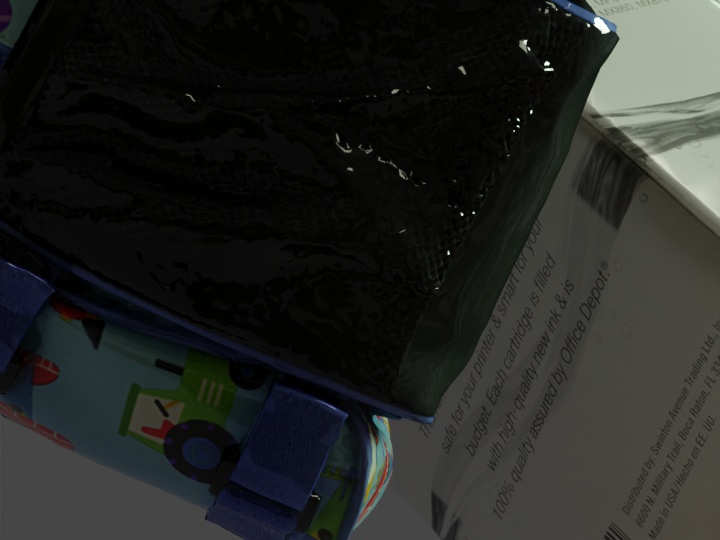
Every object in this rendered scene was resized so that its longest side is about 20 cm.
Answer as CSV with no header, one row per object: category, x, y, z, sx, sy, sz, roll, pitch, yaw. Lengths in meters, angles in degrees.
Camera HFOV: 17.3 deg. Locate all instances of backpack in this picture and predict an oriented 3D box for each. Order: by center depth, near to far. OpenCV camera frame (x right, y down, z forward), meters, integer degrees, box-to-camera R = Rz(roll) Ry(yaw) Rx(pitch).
backpack,-0.064,-0.048,0.461,0.200,0.135,0.183,24,5,-4

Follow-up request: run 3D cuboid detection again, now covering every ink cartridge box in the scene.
ink cartridge box,0.075,0.019,0.618,0.085,0.146,0.200,-21,53,-41

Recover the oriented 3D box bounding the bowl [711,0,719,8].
bowl,0.109,-0.048,1.006,0.094,0.201,0.201,50,10,26
